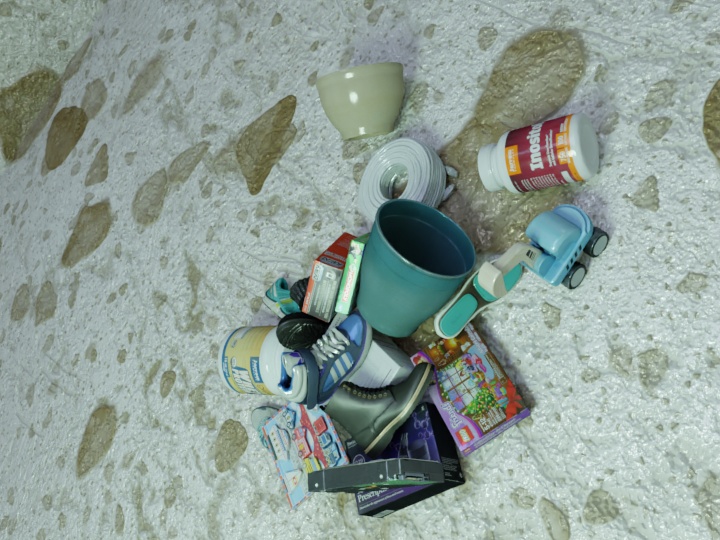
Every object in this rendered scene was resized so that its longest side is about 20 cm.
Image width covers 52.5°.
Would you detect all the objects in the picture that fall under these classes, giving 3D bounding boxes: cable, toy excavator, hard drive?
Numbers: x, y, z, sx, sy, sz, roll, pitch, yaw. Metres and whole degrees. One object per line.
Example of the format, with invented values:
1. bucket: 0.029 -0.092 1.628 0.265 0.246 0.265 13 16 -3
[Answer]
1. cable: 0.084 -0.174 1.515 0.202 0.069 0.200 -53 49 12
2. toy excavator: 0.292 -0.032 1.200 0.100 0.198 0.197 39 100 41
3. hard drive: 0.025 0.347 1.229 0.196 0.138 0.039 -18 65 34

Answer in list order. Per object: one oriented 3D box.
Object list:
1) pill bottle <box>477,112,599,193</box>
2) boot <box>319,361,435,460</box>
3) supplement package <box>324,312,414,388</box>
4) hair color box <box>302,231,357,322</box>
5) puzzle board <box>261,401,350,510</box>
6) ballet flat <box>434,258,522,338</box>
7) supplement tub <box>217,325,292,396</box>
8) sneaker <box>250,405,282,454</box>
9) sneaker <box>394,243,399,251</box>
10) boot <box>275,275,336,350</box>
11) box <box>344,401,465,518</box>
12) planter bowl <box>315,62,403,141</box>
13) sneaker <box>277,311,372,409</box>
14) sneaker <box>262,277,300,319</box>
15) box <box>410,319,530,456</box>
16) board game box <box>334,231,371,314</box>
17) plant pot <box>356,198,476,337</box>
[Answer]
1. pill bottle: 0.314 -0.202 1.302 0.196 0.112 0.116 -10 68 37
2. boot: 0.028 0.213 1.274 0.137 0.077 0.202 37 100 6
3. supplement package: 0.019 0.183 1.414 0.199 0.108 0.115 41 101 41
4. hair color box: -0.047 0.009 1.459 0.062 0.200 0.114 19 111 8
5. puzzle board: -0.114 0.338 1.428 0.150 0.017 0.202 -41 47 10
6. ballet flat: 0.205 0.045 1.322 0.199 0.070 0.069 -41 49 -10
7. supplement tub: -0.197 0.193 1.570 0.196 0.143 0.149 -5 71 39
8. sneaker: -0.179 0.342 1.540 0.198 0.086 0.079 30 93 42
9. sneaker: 0.053 -0.026 1.444 0.075 0.084 0.206 11 109 31
10. boot: -0.113 0.081 1.504 0.080 0.208 0.159 -51 54 27
11. box: 0.076 0.347 1.331 0.198 0.078 0.144 -32 54 28
12. planter bowl: 0.007 -0.359 1.585 0.196 0.198 0.139 -5 98 38
13. sneaker: -0.073 0.155 1.329 0.080 0.145 0.203 39 102 40
14. sneaker: -0.149 0.079 1.622 0.199 0.077 0.081 35 88 42
15. box: 0.190 0.202 1.283 0.135 0.039 0.202 -33 54 4
16. board game box: 0.000 0.000 1.430 0.028 0.200 0.138 16 101 9
17. plant pot: 0.082 0.008 1.329 0.202 0.195 0.190 60 137 36
